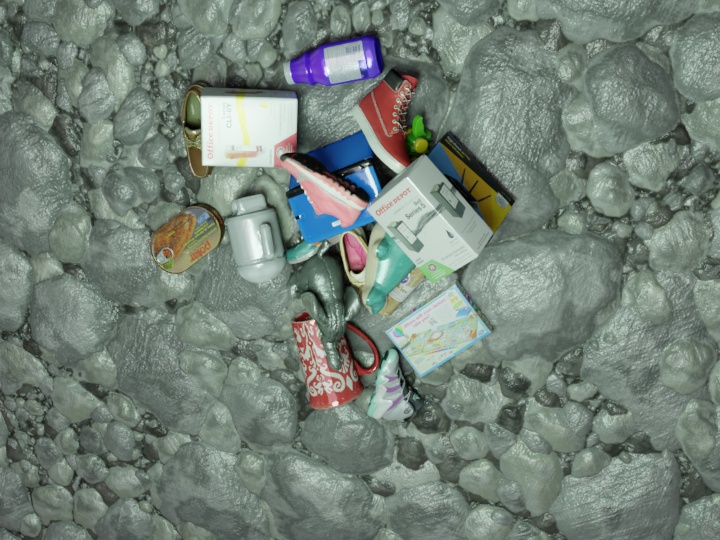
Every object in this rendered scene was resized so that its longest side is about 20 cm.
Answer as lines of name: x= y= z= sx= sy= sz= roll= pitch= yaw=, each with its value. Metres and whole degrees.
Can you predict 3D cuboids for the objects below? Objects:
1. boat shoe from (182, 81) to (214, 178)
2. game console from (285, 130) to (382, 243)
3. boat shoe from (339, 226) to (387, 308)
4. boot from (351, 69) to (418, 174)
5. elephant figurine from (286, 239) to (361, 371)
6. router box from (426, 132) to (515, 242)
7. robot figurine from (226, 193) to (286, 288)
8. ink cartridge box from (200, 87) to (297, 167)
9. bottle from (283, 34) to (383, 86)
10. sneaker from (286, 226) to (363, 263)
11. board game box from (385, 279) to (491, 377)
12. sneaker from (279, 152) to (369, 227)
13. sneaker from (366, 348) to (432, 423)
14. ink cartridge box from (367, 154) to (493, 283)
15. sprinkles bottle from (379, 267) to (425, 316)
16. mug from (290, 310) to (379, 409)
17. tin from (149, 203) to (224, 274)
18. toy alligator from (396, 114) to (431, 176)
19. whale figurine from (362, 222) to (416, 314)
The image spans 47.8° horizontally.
boat shoe: x=-0.353 y=-0.298 z=1.739 sx=0.074 sy=0.074 sz=0.204 roll=5 pitch=111 yaw=12
game console: x=-0.043 y=-0.174 z=1.677 sx=0.197 sy=0.118 sz=0.173 roll=-18 pitch=100 yaw=20
boat shoe: x=0.000 y=0.000 z=1.700 sx=0.073 sy=0.069 sz=0.203 roll=-20 pitch=102 yaw=14
boot: x=0.077 y=-0.297 z=1.594 sx=0.144 sy=0.072 sz=0.202 roll=-41 pitch=61 yaw=22
elephant figurine: x=-0.061 y=0.076 z=1.688 sx=0.140 sy=0.155 sz=0.202 roll=-32 pitch=56 yaw=11
router box: x=0.199 y=-0.156 z=1.611 sx=0.200 sy=0.150 sz=0.051 roll=44 pitch=140 yaw=-6
robot figurine: x=-0.226 y=-0.061 z=1.765 sx=0.111 sy=0.169 sz=0.204 roll=-14 pitch=96 yaw=-21
ink cartridge box: x=-0.230 y=-0.293 z=1.672 sx=0.196 sy=0.084 sz=0.148 roll=0 pitch=113 yaw=-8
bottle: x=-0.055 y=-0.413 z=1.625 sx=0.196 sy=0.065 sz=0.085 roll=-7 pitch=108 yaw=17
sneaker: x=-0.086 y=-0.089 z=1.757 sx=0.198 sy=0.071 sz=0.081 roll=-29 pitch=101 yaw=14
board game box: x=0.172 y=0.130 z=1.791 sx=0.199 sy=0.034 sz=0.135 roll=-35 pitch=99 yaw=23
sneaker: x=-0.083 y=-0.156 z=1.592 sx=0.198 sy=0.074 sz=0.088 roll=33 pitch=113 yaw=4
sneaker: x=0.100 y=0.268 z=1.839 sx=0.137 sy=0.078 sz=0.202 roll=16 pitch=130 yaw=3
ink cartridge box: x=0.130 y=-0.095 z=1.539 sx=0.200 sy=0.084 sz=0.145 roll=47 pitch=141 yaw=-8
sprinkles bottle: x=0.101 y=0.010 z=1.745 sx=0.068 sy=0.068 sz=0.200 roll=39 pitch=115 yaw=-3
mug: x=-0.065 y=0.183 z=1.842 sx=0.132 sy=0.176 sz=0.204 roll=0 pitch=111 yaw=53
tin: x=-0.395 y=-0.072 z=1.856 sx=0.198 sy=0.042 sz=0.113 roll=-33 pitch=96 yaw=23
toy alligator: x=0.108 y=-0.222 z=1.667 sx=0.053 sy=0.059 sz=0.203 roll=-2 pitch=122 yaw=-31
whale figurine: x=0.066 y=-0.010 z=1.637 sx=0.102 sy=0.159 sz=0.203 roll=12 pitch=70 yaw=19
